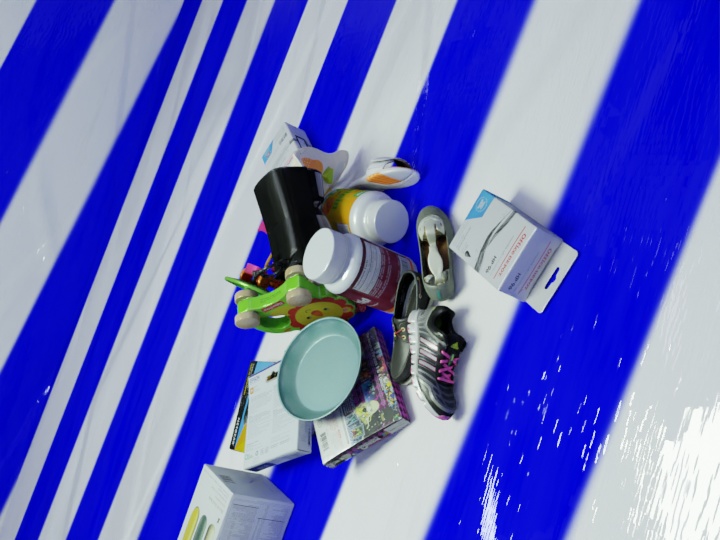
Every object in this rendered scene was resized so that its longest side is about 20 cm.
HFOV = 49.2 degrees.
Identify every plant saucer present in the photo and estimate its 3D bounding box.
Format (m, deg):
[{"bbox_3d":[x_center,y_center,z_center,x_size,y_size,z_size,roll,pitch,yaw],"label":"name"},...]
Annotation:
[{"bbox_3d":[-0.070,0.187,1.465,0.198,0.036,0.202,-21,53,30],"label":"plant saucer"}]

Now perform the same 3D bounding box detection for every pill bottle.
[{"bbox_3d":[0.000,0.000,1.451,0.114,0.198,0.116,-31,49,43],"label":"pill bottle"},{"bbox_3d":[0.007,-0.106,1.578,0.199,0.110,0.113,13,83,56],"label":"pill bottle"}]

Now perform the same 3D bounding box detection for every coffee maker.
[{"bbox_3d":[-0.133,-0.094,1.522,0.134,0.191,0.202,-26,74,28],"label":"coffee maker"}]

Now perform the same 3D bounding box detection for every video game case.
[{"bbox_3d":[-0.013,0.232,1.444,0.180,0.036,0.202,-35,48,19],"label":"video game case"}]

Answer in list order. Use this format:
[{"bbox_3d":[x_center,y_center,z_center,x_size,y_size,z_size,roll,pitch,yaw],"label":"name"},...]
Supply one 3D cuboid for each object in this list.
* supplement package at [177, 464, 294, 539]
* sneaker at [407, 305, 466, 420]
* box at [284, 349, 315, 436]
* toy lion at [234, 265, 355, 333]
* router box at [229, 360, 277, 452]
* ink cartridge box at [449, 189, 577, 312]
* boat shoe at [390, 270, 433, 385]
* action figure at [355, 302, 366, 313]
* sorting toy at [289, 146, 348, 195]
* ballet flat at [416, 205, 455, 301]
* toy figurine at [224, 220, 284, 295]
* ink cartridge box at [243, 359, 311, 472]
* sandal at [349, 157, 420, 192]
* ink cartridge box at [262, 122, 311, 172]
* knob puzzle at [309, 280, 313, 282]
[{"bbox_3d":[-0.259,0.524,1.584,0.151,0.149,0.203,18,88,56],"label":"supplement package"},{"bbox_3d":[0.134,0.143,1.298,0.087,0.073,0.202,-31,52,35],"label":"sneaker"},{"bbox_3d":[-0.091,0.224,1.599,0.158,0.048,0.202,-38,45,39],"label":"box"},{"bbox_3d":[-0.116,0.075,1.516,0.198,0.191,0.069,-23,55,24],"label":"toy lion"},{"bbox_3d":[-0.210,0.303,1.721,0.148,0.051,0.203,-6,68,52],"label":"router box"},{"bbox_3d":[0.239,-0.034,1.248,0.117,0.067,0.200,-61,35,13],"label":"ink cartridge box"},{"bbox_3d":[0.082,0.101,1.408,0.073,0.063,0.204,1,75,52],"label":"boat shoe"},{"bbox_3d":[-0.038,0.040,1.625,0.066,0.051,0.200,-59,36,5],"label":"action figure"},{"bbox_3d":[-0.096,-0.190,1.735,0.180,0.107,0.201,-42,-10,-44],"label":"sorting toy"},{"bbox_3d":[0.134,-0.044,1.399,0.066,0.064,0.202,-12,59,12],"label":"ballet flat"},{"bbox_3d":[-0.169,-0.029,1.666,0.149,0.200,0.186,16,81,36],"label":"toy figurine"},{"bbox_3d":[-0.166,0.288,1.589,0.199,0.040,0.203,-29,52,44],"label":"ink cartridge box"},{"bbox_3d":[0.043,-0.202,1.608,0.206,0.078,0.060,-7,69,55],"label":"sandal"},{"bbox_3d":[-0.168,-0.261,1.937,0.116,0.067,0.201,-53,36,23],"label":"ink cartridge box"},{"bbox_3d":[-0.111,-0.021,1.752,0.219,0.030,0.223,-164,90,-71],"label":"knob puzzle"}]
